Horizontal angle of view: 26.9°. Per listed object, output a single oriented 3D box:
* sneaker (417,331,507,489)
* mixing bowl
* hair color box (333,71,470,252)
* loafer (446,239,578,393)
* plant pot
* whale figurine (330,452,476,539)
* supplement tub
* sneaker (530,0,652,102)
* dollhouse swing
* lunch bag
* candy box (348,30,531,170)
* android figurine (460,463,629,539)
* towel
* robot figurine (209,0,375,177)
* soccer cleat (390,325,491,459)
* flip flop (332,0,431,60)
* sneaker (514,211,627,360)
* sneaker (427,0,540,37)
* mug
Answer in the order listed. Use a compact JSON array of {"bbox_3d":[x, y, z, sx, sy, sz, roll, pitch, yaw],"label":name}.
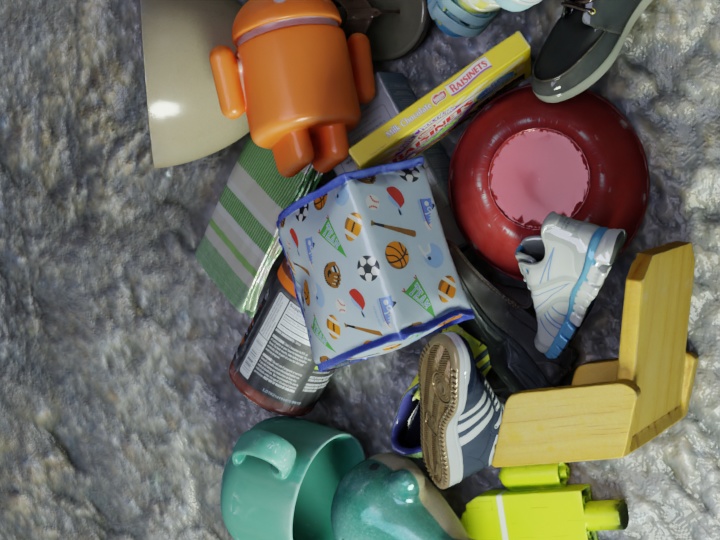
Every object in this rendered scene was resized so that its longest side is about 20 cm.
[{"bbox_3d":[0.119,0.126,1.499,0.070,0.108,0.200,53,153,42],"label":"sneaker"},{"bbox_3d":[0.174,-0.085,1.438,0.200,0.108,0.201,0,91,12],"label":"mixing bowl"},{"bbox_3d":[0.040,-0.097,1.568,0.099,0.061,0.200,-32,80,27],"label":"hair color box"},{"bbox_3d":[0.139,0.041,1.498,0.072,0.073,0.200,-42,107,-13],"label":"loafer"},{"bbox_3d":[-0.161,-0.213,1.610,0.134,0.200,0.201,-3,95,-6],"label":"plant pot"},{"bbox_3d":[0.046,0.276,1.545,0.200,0.104,0.159,33,140,44],"label":"whale figurine"},{"bbox_3d":[-0.056,0.051,1.612,0.107,0.107,0.200,36,110,20],"label":"supplement tub"},{"bbox_3d":[0.206,-0.259,1.394,0.200,0.106,0.075,-54,41,-6],"label":"sneaker"},{"bbox_3d":[0.219,0.074,1.409,0.181,0.200,0.176,-8,93,29],"label":"dollhouse swing"},{"bbox_3d":[0.000,0.000,1.464,0.200,0.124,0.170,-27,78,53],"label":"lunch bag"},{"bbox_3d":[0.080,-0.156,1.472,0.200,0.102,0.026,-35,77,1],"label":"candy box"},{"bbox_3d":[0.182,0.285,1.546,0.200,0.041,0.182,-10,91,29],"label":"android figurine"},{"bbox_3d":[-0.110,-0.068,1.632,0.153,0.023,0.200,46,115,51],"label":"towel"},{"bbox_3d":[-0.067,-0.198,1.506,0.144,0.117,0.200,-14,82,16],"label":"robot figurine"},{"bbox_3d":[0.089,0.108,1.551,0.065,0.084,0.200,30,108,23],"label":"soccer cleat"},{"bbox_3d":[-0.017,-0.262,1.581,0.200,0.058,0.081,5,98,28],"label":"flip flop"},{"bbox_3d":[0.181,0.007,1.392,0.087,0.075,0.200,27,147,10],"label":"sneaker"},{"bbox_3d":[0.122,-0.265,1.454,0.079,0.200,0.131,21,119,-15],"label":"sneaker"},{"bbox_3d":[-0.081,0.220,1.613,0.114,0.152,0.185,13,120,29],"label":"mug"}]
